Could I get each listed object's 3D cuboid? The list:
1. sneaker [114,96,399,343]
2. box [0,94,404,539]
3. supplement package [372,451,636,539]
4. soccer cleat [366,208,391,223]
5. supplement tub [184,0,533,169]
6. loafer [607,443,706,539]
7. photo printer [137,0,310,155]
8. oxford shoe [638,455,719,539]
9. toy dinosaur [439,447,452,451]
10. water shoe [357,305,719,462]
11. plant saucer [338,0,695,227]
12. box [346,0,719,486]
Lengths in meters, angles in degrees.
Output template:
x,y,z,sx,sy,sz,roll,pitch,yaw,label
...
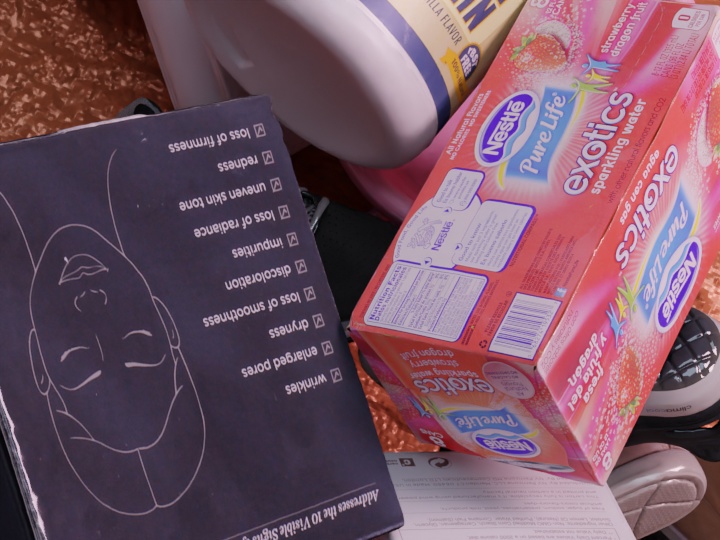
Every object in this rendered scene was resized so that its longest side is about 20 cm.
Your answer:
x,y,z,sx,sy,sz,roll,pitch,yaw,label
-0.068,-0.029,1.204,0.199,0.116,0.075,7,55,32,sneaker
-0.111,0.049,1.034,0.199,0.124,0.198,-15,84,-47,box
0.065,0.178,1.082,0.116,0.118,0.200,1,28,-13,supplement package
0.000,0.000,1.275,0.199,0.077,0.067,-29,76,-21,soccer cleat
0.026,-0.164,1.175,0.144,0.145,0.200,38,72,5,supplement tub
0.067,0.117,1.212,0.199,0.072,0.063,-20,55,-1,loafer
-0.039,-0.158,1.276,0.166,0.201,0.069,-39,45,-26,photo printer
0.171,0.127,1.263,0.084,0.073,0.200,-37,80,-24,oxford shoe
0.009,0.113,1.249,0.198,0.047,0.089,6,85,-12,toy dinosaur
0.088,0.055,1.171,0.199,0.079,0.072,7,55,36,water shoe
0.076,-0.092,1.254,0.199,0.051,0.202,1,69,-3,plant saucer
0.091,-0.019,1.104,0.102,0.095,0.201,10,58,33,box
